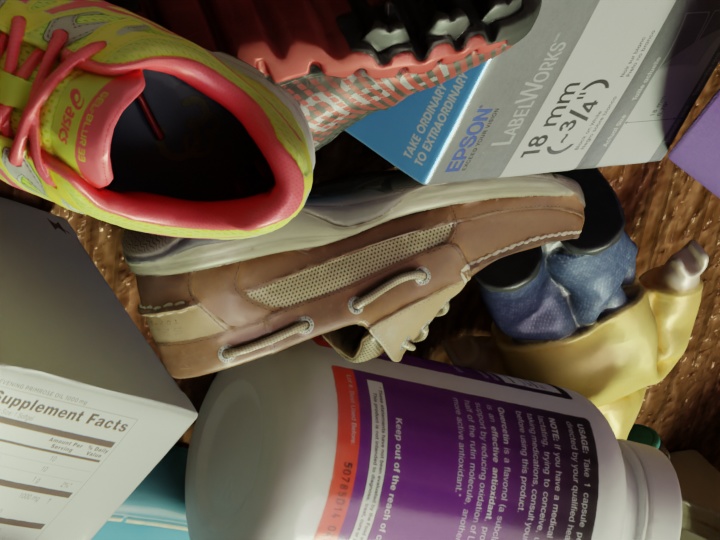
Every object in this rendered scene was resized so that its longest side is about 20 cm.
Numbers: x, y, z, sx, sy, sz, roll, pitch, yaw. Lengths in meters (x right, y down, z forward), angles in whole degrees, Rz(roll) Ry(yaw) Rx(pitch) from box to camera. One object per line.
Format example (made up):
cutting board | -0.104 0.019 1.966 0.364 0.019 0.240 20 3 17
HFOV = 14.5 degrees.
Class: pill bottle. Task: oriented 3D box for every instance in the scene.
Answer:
pill bottle | 0.033 0.096 1.206 0.200 0.113 0.113 13 125 -25

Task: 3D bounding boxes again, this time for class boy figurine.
boy figurine | 0.100 0.023 1.272 0.124 0.065 0.200 -25 149 1

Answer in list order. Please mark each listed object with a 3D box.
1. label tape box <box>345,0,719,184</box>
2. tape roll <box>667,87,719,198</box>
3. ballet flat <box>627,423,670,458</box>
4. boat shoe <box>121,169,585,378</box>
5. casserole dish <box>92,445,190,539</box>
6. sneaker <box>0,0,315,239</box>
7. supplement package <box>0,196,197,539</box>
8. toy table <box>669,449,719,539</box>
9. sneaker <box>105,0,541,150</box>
label tape box | 0.060 -0.106 1.075 0.200 0.063 0.144 -7 137 -40
tape roll | 0.209 -0.105 1.132 0.200 0.066 0.200 -52 177 -4
ballet flat | 0.077 0.137 1.336 0.200 0.069 0.071 -25 111 -44
boat shoe | 0.000 0.000 1.122 0.200 0.076 0.072 -10 96 -25
casserole dish | -0.134 0.124 1.202 0.200 0.039 0.121 14 121 -50
sneaker | -0.100 -0.060 0.894 0.200 0.090 0.078 16 99 -14
supplement package | -0.177 0.075 1.026 0.200 0.114 0.109 -49 145 17
toy table | 0.237 0.137 1.502 0.200 0.117 0.184 7 127 -47
sneaker | -0.032 -0.071 1.007 0.200 0.071 0.098 -16 149 -8
